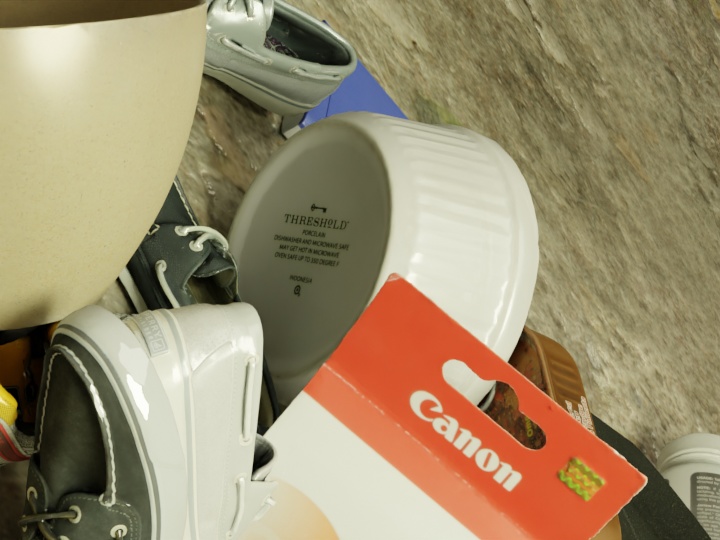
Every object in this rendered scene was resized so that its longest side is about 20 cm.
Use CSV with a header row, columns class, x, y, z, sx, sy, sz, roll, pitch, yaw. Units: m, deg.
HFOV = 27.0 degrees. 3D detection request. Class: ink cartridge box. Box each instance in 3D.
class,x,y,z,sx,sy,sz,roll,pitch,yaw
ink cartridge box,0.018,0.126,0.741,0.162,0.200,0.050,40,31,5

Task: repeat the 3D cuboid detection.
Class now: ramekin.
class,x,y,z,sx,sy,sz,roll,pitch,yaw
ramekin,0.000,0.000,0.881,0.094,0.202,0.203,19,51,-38

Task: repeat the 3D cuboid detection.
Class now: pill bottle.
class,x,y,z,sx,sy,sz,roll,pitch,yaw
pill bottle,0.290,0.234,1.272,0.111,0.111,0.200,51,31,-24

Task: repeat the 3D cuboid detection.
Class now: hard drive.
class,x,y,z,sx,sy,sz,roll,pitch,yaw
hard drive,0.018,-0.080,1.148,0.200,0.025,0.132,47,32,-30

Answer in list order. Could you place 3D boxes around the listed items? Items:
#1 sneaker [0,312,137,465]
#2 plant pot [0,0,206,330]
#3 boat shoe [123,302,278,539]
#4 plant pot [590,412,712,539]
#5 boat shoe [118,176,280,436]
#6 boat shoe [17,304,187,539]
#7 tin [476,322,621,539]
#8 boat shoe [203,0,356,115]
class,x,y,z,sx,sy,sz,roll,pitch,yaw
sneaker,-0.136,0.055,0.709,0.200,0.082,0.078,-15,81,-63
plant pot,-0.164,-0.049,0.662,0.200,0.200,0.135,-31,123,-62
boat shoe,-0.071,0.095,0.704,0.072,0.068,0.200,-126,-151,-51
plant pot,0.113,0.191,0.935,0.199,0.200,0.178,35,29,-43
boat shoe,-0.093,0.011,0.842,0.076,0.060,0.200,-1,69,-60
boat shoe,-0.114,0.112,0.639,0.057,0.069,0.200,-27,128,-40
tin,0.083,0.118,0.826,0.042,0.112,0.200,27,38,-34
boat shoe,-0.083,-0.164,0.967,0.201,0.071,0.070,22,49,-44
